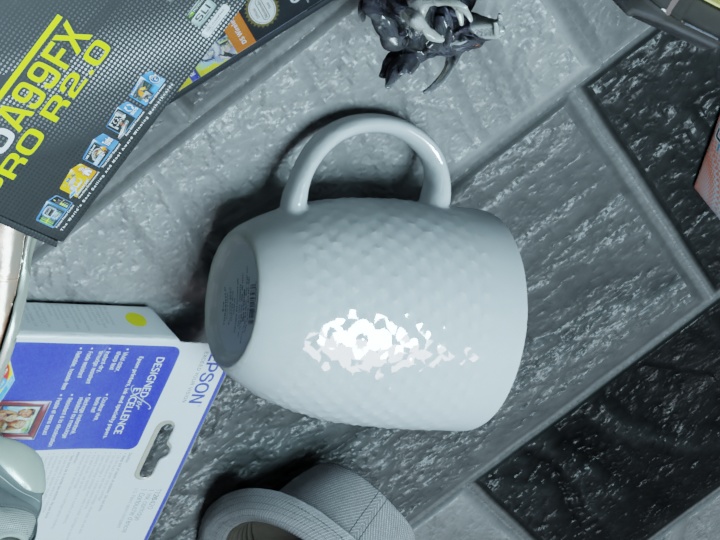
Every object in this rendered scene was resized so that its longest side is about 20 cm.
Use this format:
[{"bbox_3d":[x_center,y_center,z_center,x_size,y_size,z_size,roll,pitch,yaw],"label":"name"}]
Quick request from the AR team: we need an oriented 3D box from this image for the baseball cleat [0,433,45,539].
[{"bbox_3d":[-0.285,0.123,1.042,0.199,0.107,0.070,12,138,-13],"label":"baseball cleat"}]

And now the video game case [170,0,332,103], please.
[{"bbox_3d":[-0.108,-0.181,0.955,0.180,0.026,0.200,-32,141,0],"label":"video game case"}]

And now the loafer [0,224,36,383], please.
[{"bbox_3d":[-0.218,-0.012,1.013,0.062,0.072,0.201,14,105,-21],"label":"loafer"}]

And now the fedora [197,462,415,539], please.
[{"bbox_3d":[-0.027,0.212,1.331,0.090,0.177,0.200,-48,174,-34],"label":"fedora"}]

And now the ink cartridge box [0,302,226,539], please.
[{"bbox_3d":[-0.206,0.106,1.169,0.199,0.047,0.198,3,128,-36],"label":"ink cartridge box"}]

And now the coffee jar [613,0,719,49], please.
[{"bbox_3d":[0.233,-0.232,1.075,0.104,0.085,0.200,14,121,-44],"label":"coffee jar"}]

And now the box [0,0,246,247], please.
[{"bbox_3d":[-0.154,-0.121,0.890,0.200,0.044,0.160,-51,147,6],"label":"box"}]

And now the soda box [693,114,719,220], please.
[{"bbox_3d":[0.302,-0.116,1.247,0.063,0.069,0.201,-12,137,-23],"label":"soda box"}]

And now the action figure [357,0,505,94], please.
[{"bbox_3d":[0.046,-0.176,0.994,0.119,0.102,0.201,-53,142,-25],"label":"action figure"}]

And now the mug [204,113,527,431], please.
[{"bbox_3d":[0.000,0.000,1.134,0.174,0.147,0.202,5,98,-27],"label":"mug"}]
